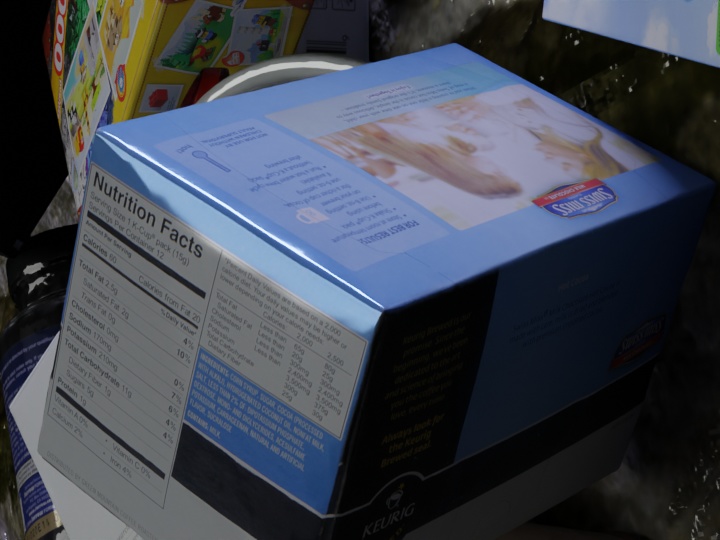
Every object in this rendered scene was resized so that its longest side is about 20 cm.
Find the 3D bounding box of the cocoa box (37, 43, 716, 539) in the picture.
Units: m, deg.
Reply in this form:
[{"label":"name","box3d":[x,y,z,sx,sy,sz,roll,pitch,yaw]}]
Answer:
[{"label":"cocoa box","box3d":[0.008,0.015,0.684,0.133,0.199,0.132,31,122,30]}]

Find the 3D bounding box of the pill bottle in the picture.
[{"label":"pill bottle","box3d":[-0.155,0.080,1.152,0.112,0.111,0.201,-49,49,54]}]

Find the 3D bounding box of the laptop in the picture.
[{"label":"laptop","box3d":[-0.197,-0.107,1.122,0.178,0.103,0.200,-58,14,-6]}]

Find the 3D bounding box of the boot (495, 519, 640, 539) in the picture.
[{"label":"boot","box3d":[0.028,0.126,0.738,0.200,0.145,0.071,28,112,57]}]

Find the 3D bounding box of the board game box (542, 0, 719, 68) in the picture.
[{"label":"board game box","box3d":[0.132,-0.143,0.643,0.200,0.036,0.153,-149,62,-61]}]

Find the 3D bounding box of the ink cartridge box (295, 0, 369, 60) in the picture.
[{"label":"ink cartridge box","box3d":[-0.057,-0.128,1.018,0.200,0.057,0.164,4,95,59]}]

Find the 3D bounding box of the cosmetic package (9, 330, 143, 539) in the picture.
[{"label":"cosmetic package","box3d":[-0.069,0.114,0.905,0.081,0.112,0.201,-53,53,33]}]

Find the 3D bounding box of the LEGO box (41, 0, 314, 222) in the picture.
[{"label":"LEGO box","box3d":[-0.094,-0.129,0.958,0.201,0.077,0.150,115,146,-47]}]

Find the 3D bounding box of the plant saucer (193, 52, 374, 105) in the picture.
[{"label":"plant saucer","box3d":[0.000,0.000,0.846,0.199,0.050,0.202,11,114,27]}]
